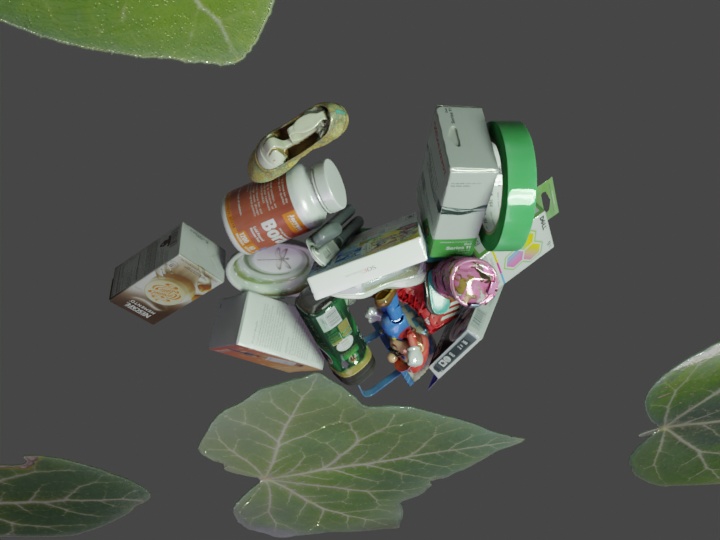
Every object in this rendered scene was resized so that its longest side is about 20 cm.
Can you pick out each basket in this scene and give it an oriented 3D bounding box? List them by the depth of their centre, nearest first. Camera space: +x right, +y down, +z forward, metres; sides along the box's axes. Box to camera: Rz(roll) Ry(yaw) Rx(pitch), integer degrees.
[{"bbox_3d":[0.064,0.178,1.591,0.197,0.140,0.178,-33,140,-5],"label":"basket"}]

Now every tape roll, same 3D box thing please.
[{"bbox_3d":[0.227,-0.134,1.180,0.047,0.205,0.203,0,142,-6],"label":"tape roll"}]

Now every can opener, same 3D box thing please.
[{"bbox_3d":[-0.037,-0.065,1.252,0.066,0.200,0.053,-34,97,26],"label":"can opener"}]

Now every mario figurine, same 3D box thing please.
[{"bbox_3d":[0.062,0.124,1.433,0.104,0.125,0.203,-19,117,18],"label":"mario figurine"}]

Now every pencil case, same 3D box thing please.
[{"bbox_3d":[0.178,0.017,1.284,0.081,0.089,0.200,-24,-176,-3],"label":"pencil case"}]

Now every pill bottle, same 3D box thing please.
[{"bbox_3d":[-0.127,-0.110,1.239,0.195,0.115,0.112,-20,140,18],"label":"pill bottle"}]

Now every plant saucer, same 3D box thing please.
[{"bbox_3d":[-0.157,-0.015,1.398,0.194,0.051,0.202,-4,149,-2],"label":"plant saucer"}]

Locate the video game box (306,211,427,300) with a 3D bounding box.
[{"bbox_3d":[0.015,-0.028,1.247,0.195,0.183,0.048,-20,103,9],"label":"video game box"}]

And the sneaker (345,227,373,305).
[{"bbox_3d":[0.000,0.000,1.423,0.083,0.080,0.202,4,141,-13],"label":"sneaker"}]

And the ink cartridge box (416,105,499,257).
[{"bbox_3d":[0.153,-0.143,1.205,0.080,0.150,0.202,-1,143,-7],"label":"ink cartridge box"}]

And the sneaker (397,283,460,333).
[{"bbox_3d":[0.114,0.059,1.470,0.194,0.119,0.079,4,158,-12],"label":"sneaker"}]

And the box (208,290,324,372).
[{"bbox_3d":[-0.183,0.129,1.498,0.196,0.109,0.151,20,162,-29],"label":"box"}]

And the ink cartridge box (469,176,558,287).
[{"bbox_3d":[0.289,-0.063,1.333,0.198,0.060,0.105,-36,138,-2],"label":"ink cartridge box"}]

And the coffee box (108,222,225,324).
[{"bbox_3d":[-0.361,0.009,1.388,0.197,0.081,0.114,-29,136,27],"label":"coffee box"}]

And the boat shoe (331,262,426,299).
[{"bbox_3d":[0.025,0.001,1.341,0.196,0.075,0.066,-9,121,-8],"label":"boat shoe"}]

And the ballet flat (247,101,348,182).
[{"bbox_3d":[-0.110,-0.203,1.156,0.196,0.072,0.071,-27,138,20],"label":"ballet flat"}]

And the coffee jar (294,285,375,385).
[{"bbox_3d":[-0.045,0.124,1.425,0.085,0.104,0.203,-35,123,-15],"label":"coffee jar"}]

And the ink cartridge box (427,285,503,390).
[{"bbox_3d":[0.204,0.121,1.514,0.043,0.199,0.201,35,132,-2],"label":"ink cartridge box"}]

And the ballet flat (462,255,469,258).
[{"bbox_3d":[0.227,-0.046,1.408,0.069,0.070,0.203,-20,140,-9],"label":"ballet flat"}]

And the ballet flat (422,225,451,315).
[{"bbox_3d":[0.137,-0.017,1.405,0.066,0.068,0.206,-3,105,-11],"label":"ballet flat"}]
